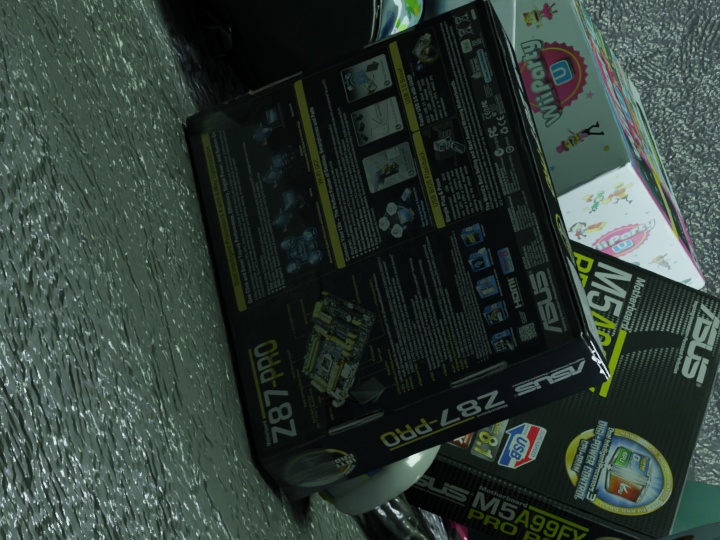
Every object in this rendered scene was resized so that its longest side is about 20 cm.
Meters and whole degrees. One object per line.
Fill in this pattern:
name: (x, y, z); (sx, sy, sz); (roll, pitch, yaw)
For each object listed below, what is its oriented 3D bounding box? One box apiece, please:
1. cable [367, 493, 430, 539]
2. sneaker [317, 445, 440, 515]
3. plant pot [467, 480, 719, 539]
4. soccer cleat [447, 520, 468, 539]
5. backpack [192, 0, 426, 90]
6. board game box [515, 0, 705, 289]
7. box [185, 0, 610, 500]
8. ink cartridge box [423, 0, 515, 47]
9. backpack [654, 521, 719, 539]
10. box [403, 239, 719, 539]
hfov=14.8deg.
cable: (0.038, 0.143, 1.446); (0.097, 0.050, 0.201); (-81, 152, -67)
sneaker: (-0.018, 0.034, 1.337); (0.105, 0.076, 0.200); (50, 13, -23)
plant pot: (0.161, 0.207, 1.561); (0.201, 0.160, 0.202); (167, -90, -86)
soccer cleat: (0.104, 0.157, 1.714); (0.087, 0.070, 0.201); (-62, 139, -43)
backpack: (-0.032, -0.165, 1.473); (0.200, 0.153, 0.164); (146, -80, -80)
board game box: (0.141, -0.075, 1.704); (0.200, 0.064, 0.148); (44, 25, -61)
box: (0.014, -0.013, 1.281); (0.049, 0.160, 0.201); (56, 15, -54)
ink cartridge box: (0.053, -0.198, 1.579); (0.160, 0.047, 0.201); (-167, -103, -81)
backpack: (0.163, 0.211, 1.344); (0.155, 0.199, 0.191); (61, 19, -12)
box: (0.108, 0.067, 1.523); (0.200, 0.159, 0.044); (-65, 175, -46)
